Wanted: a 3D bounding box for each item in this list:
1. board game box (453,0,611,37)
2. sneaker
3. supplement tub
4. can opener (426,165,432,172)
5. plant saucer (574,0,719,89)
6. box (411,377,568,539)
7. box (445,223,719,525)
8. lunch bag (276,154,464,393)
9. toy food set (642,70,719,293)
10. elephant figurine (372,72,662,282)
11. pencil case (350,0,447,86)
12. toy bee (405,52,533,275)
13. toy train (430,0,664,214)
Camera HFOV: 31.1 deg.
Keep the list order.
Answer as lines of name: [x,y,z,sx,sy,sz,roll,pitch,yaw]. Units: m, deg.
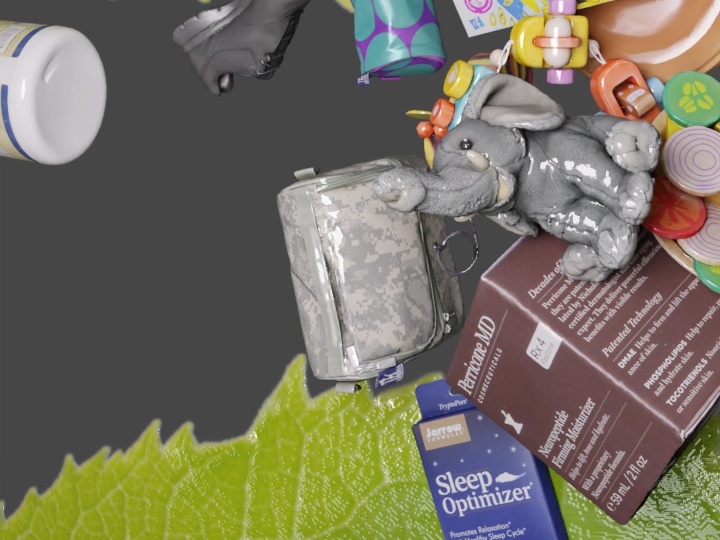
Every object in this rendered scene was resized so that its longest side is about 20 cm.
board game box: [0.145,-0.307,1.044,0.193,0.056,0.201,-9,127,29]
sneaker: [-0.093,-0.241,1.277,0.199,0.076,0.092,-25,94,37]
supplement tub: [-0.389,-0.196,1.392,0.198,0.144,0.147,11,103,26]
can opener: [0.150,-0.084,1.169,0.197,0.063,0.080,8,103,26]
plant saucer: [0.242,-0.253,1.108,0.198,0.037,0.203,5,100,27]
box: [0.122,0.199,1.250,0.120,0.032,0.203,-17,89,29]
box: [0.206,0.064,1.075,0.199,0.164,0.167,38,148,17]
lunch bag: [0.000,0.000,1.204,0.138,0.167,0.203,-10,94,29]
toy food set: [0.313,-0.069,1.033,0.195,0.049,0.203,5,66,2]
elephant figurine: [0.117,-0.081,0.978,0.197,0.155,0.144,15,81,1]
pencil case: [0.016,-0.276,1.197,0.092,0.084,0.203,-12,92,53]
toy bee: [0.098,-0.118,1.118,0.129,0.109,0.202,-16,55,25]
toy train: [0.159,-0.134,1.057,0.198,0.056,0.152,-29,106,-9]
